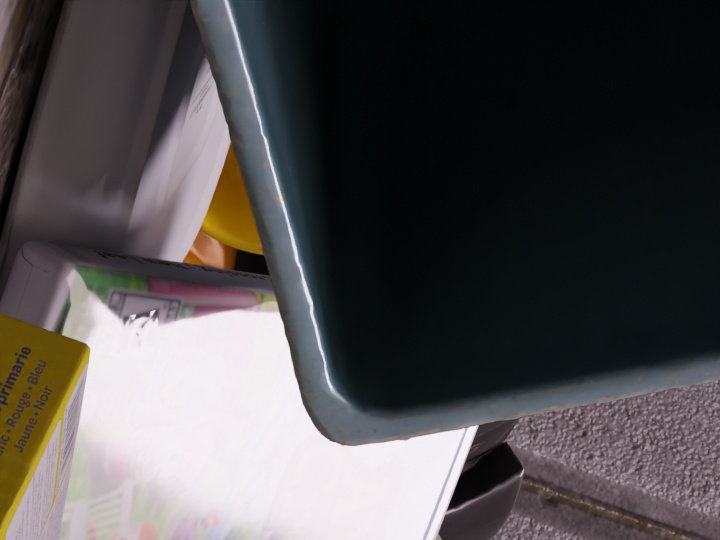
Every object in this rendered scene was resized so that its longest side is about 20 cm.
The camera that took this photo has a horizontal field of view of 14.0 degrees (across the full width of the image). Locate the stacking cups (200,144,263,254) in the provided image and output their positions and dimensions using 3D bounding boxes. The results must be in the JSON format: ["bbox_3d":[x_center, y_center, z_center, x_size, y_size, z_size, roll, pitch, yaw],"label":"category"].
[{"bbox_3d":[-0.016,-0.100,0.992,0.061,0.060,0.201,104,-1,-53],"label":"stacking cups"}]

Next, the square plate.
[{"bbox_3d":[-0.055,-0.054,0.805,0.200,0.028,0.199,-64,173,-64],"label":"square plate"}]

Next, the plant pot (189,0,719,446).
[{"bbox_3d":[0.059,-0.107,0.737,0.201,0.195,0.197,-96,173,-50],"label":"plant pot"}]

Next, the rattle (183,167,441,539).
[{"bbox_3d":[0.011,0.057,0.970,0.130,0.199,0.143,38,75,-55],"label":"rattle"}]

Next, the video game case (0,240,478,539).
[{"bbox_3d":[-0.053,0.096,0.795,0.182,0.022,0.201,9,105,-49],"label":"video game case"}]

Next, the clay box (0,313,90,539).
[{"bbox_3d":[-0.115,0.114,0.600,0.115,0.047,0.201,105,6,-49],"label":"clay box"}]

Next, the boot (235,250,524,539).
[{"bbox_3d":[0.000,0.000,1.060,0.069,0.174,0.200,-17,147,-29],"label":"boot"}]
